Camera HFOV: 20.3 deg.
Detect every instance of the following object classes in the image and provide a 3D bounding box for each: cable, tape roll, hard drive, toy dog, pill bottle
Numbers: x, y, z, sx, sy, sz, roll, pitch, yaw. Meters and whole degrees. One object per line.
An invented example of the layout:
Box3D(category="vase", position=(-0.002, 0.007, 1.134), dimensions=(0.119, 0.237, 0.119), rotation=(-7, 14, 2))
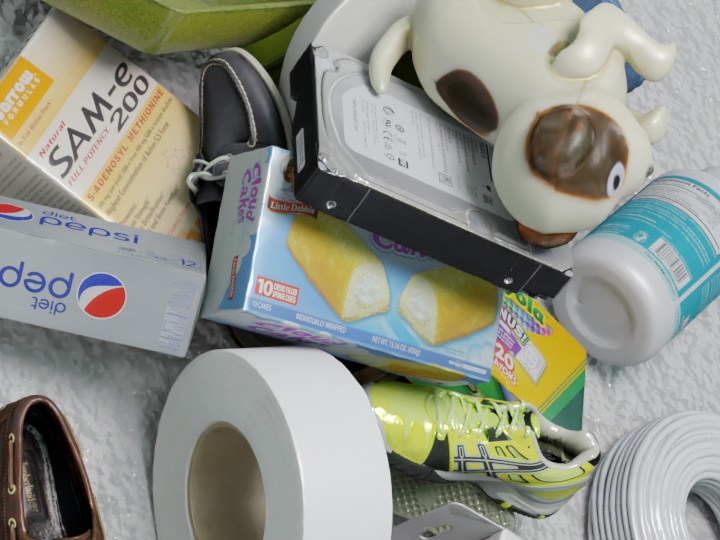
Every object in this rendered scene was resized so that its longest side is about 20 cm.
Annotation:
Box3D(category="cable", position=(0.276, 0.213, 1.621), dimensions=(0.200, 0.069, 0.201), rotation=(28, 57, -21))
Box3D(category="tape roll", position=(-0.062, 0.152, 1.339), dimensions=(0.071, 0.202, 0.203), rotation=(-1, 71, -35))
Box3D(category="hard drive", position=(0.047, -0.066, 1.356), dimensions=(0.199, 0.038, 0.140), rotation=(24, 37, -22))
Box3D(category="toy dog", position=(0.119, -0.116, 1.327), dimensions=(0.193, 0.140, 0.200), rotation=(-7, 52, -20))
Box3D(category="tape roll", position=(0.039, -0.124, 1.444), dimensions=(0.202, 0.037, 0.204), rotation=(-8, 110, -23))
Box3D(category="pill bottle", position=(0.254, -0.013, 1.678), dimensions=(0.200, 0.111, 0.111), rotation=(-36, 92, -39))

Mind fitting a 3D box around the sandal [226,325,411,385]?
Box3D(category="sandal", position=(-0.006, 0.056, 1.509), dimensions=(0.200, 0.055, 0.082), rotation=(29, 57, -21))

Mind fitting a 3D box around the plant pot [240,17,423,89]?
Box3D(category="plant pot", position=(0.033, -0.147, 1.551), dimensions=(0.193, 0.200, 0.201), rotation=(49, 51, -19))

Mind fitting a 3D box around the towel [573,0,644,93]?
Box3D(category="towel", position=(0.161, -0.181, 1.727), dimensions=(0.200, 0.049, 0.112), rotation=(-25, 85, -39))

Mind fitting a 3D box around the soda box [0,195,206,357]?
Box3D(category="soda box", position=(-0.205, -0.002, 1.344), dimensions=(0.199, 0.064, 0.068), rotation=(13, 18, -9))

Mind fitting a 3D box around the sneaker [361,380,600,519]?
Box3D(category="sneaker", position=(0.084, 0.113, 1.449), dimensions=(0.199, 0.076, 0.076), rotation=(20, 43, -29))

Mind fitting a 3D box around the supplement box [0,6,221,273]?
Box3D(category="supplement box", position=(-0.180, -0.075, 1.436), dimensions=(0.200, 0.073, 0.126), rotation=(38, 53, -15))

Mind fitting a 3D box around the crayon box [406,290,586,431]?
Box3D(category="crayon box", position=(0.088, 0.054, 1.529), dimensions=(0.200, 0.058, 0.119), rotation=(43, 35, -26))

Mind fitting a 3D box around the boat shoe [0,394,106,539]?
Box3D(category="boat shoe", position=(-0.201, 0.181, 1.317), dimensions=(0.070, 0.070, 0.201), rotation=(-13, 79, -38))

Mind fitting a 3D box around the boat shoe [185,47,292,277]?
Box3D(category="boat shoe", position=(-0.086, -0.058, 1.399), dimensions=(0.063, 0.073, 0.201), rotation=(-6, 83, -44))

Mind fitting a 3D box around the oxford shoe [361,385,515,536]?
Box3D(category="oxford shoe", position=(0.027, 0.141, 1.498), dimensions=(0.200, 0.075, 0.058), rotation=(33, 16, -9))

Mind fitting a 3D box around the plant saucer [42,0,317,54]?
Box3D(category="plant saucer", position=(-0.162, -0.207, 1.446), dimensions=(0.200, 0.048, 0.200), rotation=(29, 21, 21))

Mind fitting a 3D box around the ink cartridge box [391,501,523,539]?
Box3D(category="ink cartridge box", position=(0.107, 0.255, 1.461), dimensions=(0.200, 0.116, 0.068), rotation=(35, 55, -15))

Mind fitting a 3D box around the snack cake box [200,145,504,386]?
Box3D(category="snack cake box", position=(0.000, 0.000, 1.371), dimensions=(0.199, 0.067, 0.115), rotation=(17, 77, -28))
